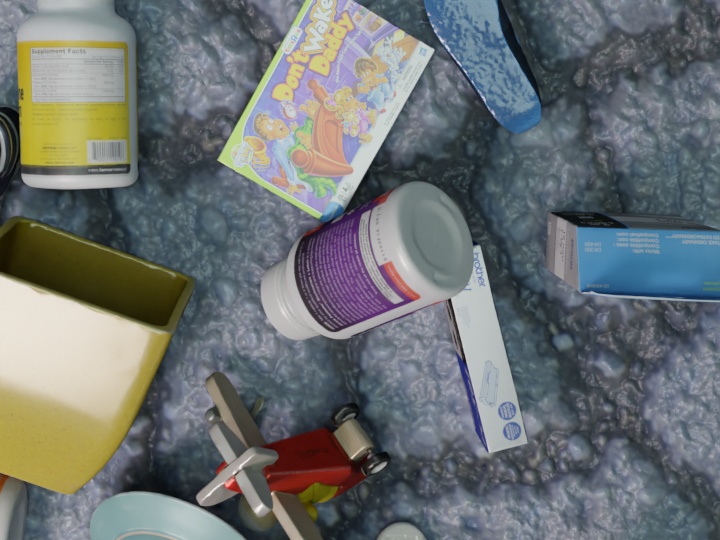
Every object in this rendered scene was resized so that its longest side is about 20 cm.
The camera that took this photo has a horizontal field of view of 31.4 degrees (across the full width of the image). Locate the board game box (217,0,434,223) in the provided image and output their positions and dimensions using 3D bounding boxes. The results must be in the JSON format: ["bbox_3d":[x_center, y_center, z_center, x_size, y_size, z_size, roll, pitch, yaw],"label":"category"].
[{"bbox_3d":[-0.035,-0.163,1.262,0.134,0.045,0.201,29,95,-6],"label":"board game box"}]

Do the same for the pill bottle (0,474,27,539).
[{"bbox_3d":[-0.436,0.247,1.256,0.198,0.113,0.114,8,97,-5],"label":"pill bottle"}]

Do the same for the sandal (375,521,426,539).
[{"bbox_3d":[0.067,0.360,1.334,0.082,0.050,0.204,-13,85,-16],"label":"sandal"}]

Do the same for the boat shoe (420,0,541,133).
[{"bbox_3d":[0.112,-0.226,1.254,0.084,0.069,0.201,-20,103,13],"label":"boat shoe"}]

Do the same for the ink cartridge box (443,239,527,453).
[{"bbox_3d":[0.117,0.070,1.275,0.044,0.094,0.202,-15,98,-1],"label":"ink cartridge box"}]

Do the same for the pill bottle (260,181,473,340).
[{"bbox_3d":[0.000,0.000,1.211,0.199,0.111,0.112,-24,100,40],"label":"pill bottle"}]

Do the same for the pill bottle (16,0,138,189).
[{"bbox_3d":[-0.267,-0.180,1.213,0.111,0.112,0.202,0,97,-3],"label":"pill bottle"}]

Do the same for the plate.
[{"bbox_3d":[-0.181,0.295,1.260,0.198,0.026,0.201,12,131,14],"label":"plate"}]

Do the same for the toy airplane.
[{"bbox_3d":[-0.082,0.206,1.235,0.198,0.201,0.141,31,123,-13],"label":"toy airplane"}]

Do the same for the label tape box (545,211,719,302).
[{"bbox_3d":[0.265,-0.015,1.219,0.142,0.200,0.067,2,96,-4],"label":"label tape box"}]

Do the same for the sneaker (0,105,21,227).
[{"bbox_3d":[-0.375,-0.062,1.223,0.070,0.109,0.202,20,96,-5],"label":"sneaker"}]

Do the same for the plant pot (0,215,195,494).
[{"bbox_3d":[-0.286,0.090,1.211,0.193,0.196,0.201,19,102,-5],"label":"plant pot"}]
